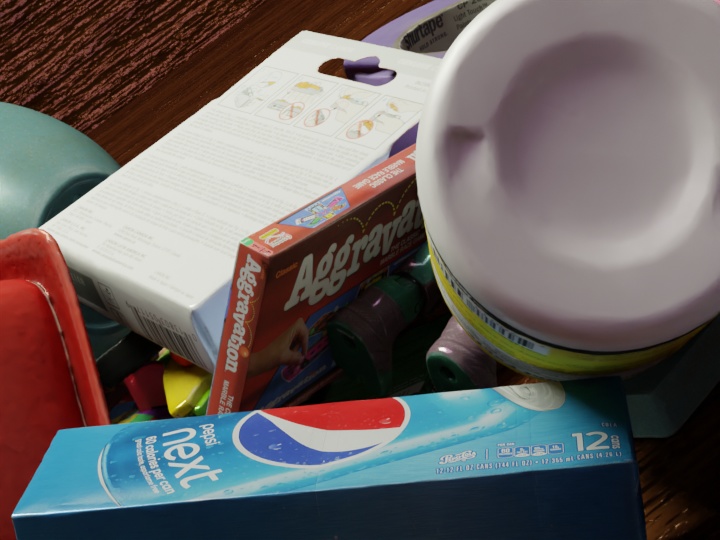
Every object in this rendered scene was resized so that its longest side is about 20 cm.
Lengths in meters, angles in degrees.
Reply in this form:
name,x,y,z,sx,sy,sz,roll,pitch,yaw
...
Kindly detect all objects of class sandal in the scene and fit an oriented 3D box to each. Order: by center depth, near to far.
name,x,y,z,sx,sy,sz,roll,pitch,yaw
sandal,-0.074,-0.015,0.914,0.200,0.048,0.075,-40,4,-18

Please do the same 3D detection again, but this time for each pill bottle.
name,x,y,z,sx,sy,sz,roll,pitch,yaw
pill bottle,0.078,-0.020,0.575,0.114,0.115,0.200,-36,-9,-1

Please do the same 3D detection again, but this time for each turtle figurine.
name,x,y,z,sx,sy,sz,roll,pitch,yaw
turtle figurine,0.078,-0.022,0.774,0.200,0.101,0.149,-47,23,-26

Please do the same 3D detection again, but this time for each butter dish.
name,x,y,z,sx,sy,sz,roll,pitch,yaw
butter dish,-0.223,0.101,0.817,0.198,0.202,0.147,-23,-10,38

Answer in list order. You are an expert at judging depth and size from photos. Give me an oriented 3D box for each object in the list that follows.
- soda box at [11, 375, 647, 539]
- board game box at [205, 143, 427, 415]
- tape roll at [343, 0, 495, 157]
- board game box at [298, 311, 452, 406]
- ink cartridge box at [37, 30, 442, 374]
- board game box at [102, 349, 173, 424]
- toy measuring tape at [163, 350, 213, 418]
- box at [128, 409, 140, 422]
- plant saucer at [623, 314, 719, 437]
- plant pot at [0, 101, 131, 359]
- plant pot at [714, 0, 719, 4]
name,x,y,z,sx,sy,sz,roll,pitch,yaw
soda box,-0.007,0.086,0.549,0.198,0.069,0.064,-6,21,7
board game box,0.000,0.000,0.783,0.019,0.104,0.200,26,33,23
tape roll,0.096,-0.110,0.943,0.198,0.086,0.200,-18,20,7
board game box,-0.031,0.085,0.842,0.199,0.024,0.105,-25,16,36
ink cartridge box,-0.049,-0.042,0.855,0.199,0.057,0.162,-37,33,-25
board game box,-0.093,0.036,0.965,0.157,0.039,0.200,-29,18,-3
toy measuring tape,-0.056,0.060,0.807,0.073,0.074,0.200,-35,20,1
box,-0.175,0.120,1.014,0.155,0.041,0.200,-28,18,25
plant saucer,0.159,-0.001,0.698,0.200,0.019,0.070,-45,17,-27
plant pot,-0.196,-0.007,0.973,0.134,0.201,0.200,-4,33,41
plant pot,0.189,-0.109,0.643,0.179,0.200,0.200,-49,17,-9
